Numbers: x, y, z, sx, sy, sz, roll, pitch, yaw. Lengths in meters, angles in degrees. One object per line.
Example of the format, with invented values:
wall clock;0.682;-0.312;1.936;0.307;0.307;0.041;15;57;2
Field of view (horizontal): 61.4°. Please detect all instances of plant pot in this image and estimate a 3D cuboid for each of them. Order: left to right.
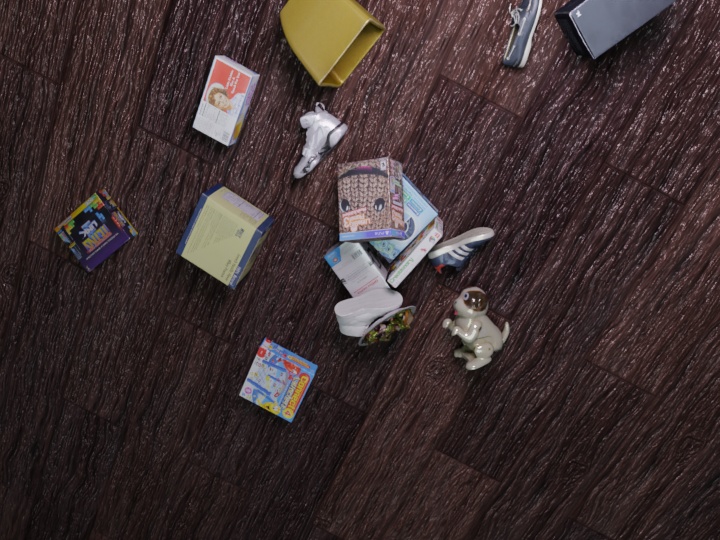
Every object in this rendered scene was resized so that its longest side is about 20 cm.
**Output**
plant pot;-0.083;-0.600;1.492;0.200;0.195;0.194;45;110;0

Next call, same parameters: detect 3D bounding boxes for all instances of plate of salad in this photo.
plate of salad;0.082;0.168;1.740;0.199;0.199;0.049;-39;71;19

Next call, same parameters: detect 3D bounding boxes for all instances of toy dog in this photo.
toy dog;0.330;0.149;1.722;0.188;0.140;0.206;-18;107;1

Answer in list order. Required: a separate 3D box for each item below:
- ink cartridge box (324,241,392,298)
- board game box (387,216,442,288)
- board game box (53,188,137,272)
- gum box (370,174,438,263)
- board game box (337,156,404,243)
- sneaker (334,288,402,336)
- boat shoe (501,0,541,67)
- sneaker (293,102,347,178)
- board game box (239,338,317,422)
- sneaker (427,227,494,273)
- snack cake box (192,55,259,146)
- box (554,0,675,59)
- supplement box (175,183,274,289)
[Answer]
ink cartridge box;0.000;0.000;1.753;0.114;0.068;0.202;-32;102;19
board game box;0.153;-0.054;1.679;0.034;0.127;0.201;38;111;-7
board game box;-0.805;-0.119;1.844;0.197;0.057;0.167;-33;101;18
gum box;0.092;-0.153;1.696;0.170;0.045;0.200;43;109;-7
board game box;0.028;-0.183;1.612;0.155;0.096;0.208;-4;87;27
sneaker;0.026;0.124;1.733;0.193;0.075;0.117;-11;138;-3
boat shoe;0.391;-0.603;1.474;0.060;0.076;0.205;6;120;-5
sneaker;-0.136;-0.353;1.646;0.115;0.075;0.200;44;105;-8
board game box;-0.262;0.351;1.929;0.192;0.056;0.204;26;112;-1
sneaker;0.289;-0.052;1.690;0.196;0.075;0.086;-21;104;26
snack cake box;-0.366;-0.460;1.645;0.113;0.067;0.204;27;111;0
box;0.569;-0.599;1.378;0.197;0.197;0.125;-33;103;19
supplement box;-0.386;-0.100;1.742;0.196;0.135;0.203;31;112;-3
